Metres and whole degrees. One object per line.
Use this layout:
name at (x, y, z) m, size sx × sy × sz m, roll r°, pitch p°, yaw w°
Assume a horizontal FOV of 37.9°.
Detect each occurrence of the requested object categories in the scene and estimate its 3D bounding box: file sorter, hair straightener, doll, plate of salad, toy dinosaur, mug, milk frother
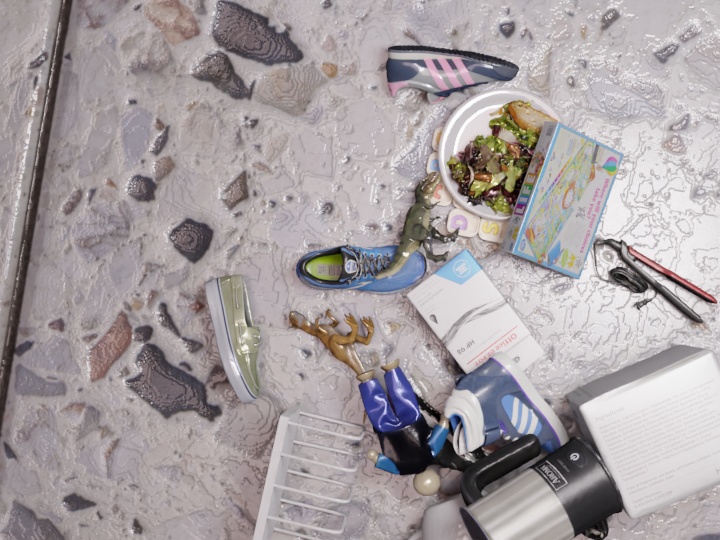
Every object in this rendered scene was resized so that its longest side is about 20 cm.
file sorter at (-0.072, 0.317, 1.553) m, size 0.124 × 0.139 × 0.201 m, roll 12°, pitch 90°, yaw 4°
hair straightener at (0.424, 0.021, 1.555) m, size 0.200 × 0.041 × 0.077 m, roll 33°, pitch 92°, yaw 0°
doll at (0.067, 0.232, 1.523) m, size 0.136 × 0.048 × 0.200 m, roll -22°, pitch 86°, yaw -2°
plate of salad at (0.216, -0.174, 1.566) m, size 0.199 × 0.048 × 0.201 m, roll 0°, pitch 90°, yaw 3°
toy dinosaur at (-0.021, 0.121, 1.602) m, size 0.200 × 0.060 × 0.106 m, roll 46°, pitch 117°, yaw 10°
mug at (0.145, 0.424, 1.532) m, size 0.200 × 0.148 × 0.176 m, roll -27°, pitch 78°, yaw 24°
milk frother at (0.248, 0.347, 1.441) m, size 0.188 × 0.180 × 0.200 m, roll -29°, pitch 110°, yaw -10°
toy dinosaur at (0.096, -0.051, 1.561) m, size 0.088 × 0.047 × 0.200 m, roll 22°, pitch 63°, yaw 6°

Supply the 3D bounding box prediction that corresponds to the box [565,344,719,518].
box at (0.418, 0.219, 1.474) m, size 0.200 × 0.199 × 0.172 m, roll -24°, pitch 86°, yaw 5°

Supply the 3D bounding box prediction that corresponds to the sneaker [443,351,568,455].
sneaker at (0.201, 0.230, 1.521) m, size 0.146 × 0.081 × 0.200 m, roll -41°, pitch 112°, yaw -12°

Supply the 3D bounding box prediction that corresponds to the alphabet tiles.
alphabet tiles at (0.198, -0.146, 1.598) m, size 0.195 × 0.015 × 0.201 m, roll 12°, pitch 90°, yaw 6°

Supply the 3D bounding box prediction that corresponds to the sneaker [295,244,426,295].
sneaker at (0.000, 0.000, 1.577) m, size 0.199 × 0.089 × 0.079 m, roll -4°, pitch 88°, yaw 3°

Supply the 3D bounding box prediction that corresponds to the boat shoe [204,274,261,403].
boat shoe at (-0.184, 0.101, 1.602) m, size 0.062 × 0.072 × 0.201 m, roll -18°, pitch 84°, yaw 7°

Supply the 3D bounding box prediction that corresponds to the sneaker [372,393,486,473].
sneaker at (0.106, 0.264, 1.575) m, size 0.200 × 0.076 × 0.088 m, roll 39°, pitch 99°, yaw 14°

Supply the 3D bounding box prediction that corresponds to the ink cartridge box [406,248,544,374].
ink cartridge box at (0.174, 0.080, 1.568) m, size 0.116 × 0.067 × 0.200 m, roll -38°, pitch 86°, yaw 4°

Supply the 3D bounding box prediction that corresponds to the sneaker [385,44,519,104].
sneaker at (0.137, -0.292, 1.591) m, size 0.199 × 0.070 × 0.082 m, roll 8°, pitch 110°, yaw 5°

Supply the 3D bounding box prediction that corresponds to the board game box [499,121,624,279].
board game box at (0.297, -0.101, 1.543) m, size 0.134 × 0.034 × 0.200 m, roll 20°, pitch 90°, yaw -28°
